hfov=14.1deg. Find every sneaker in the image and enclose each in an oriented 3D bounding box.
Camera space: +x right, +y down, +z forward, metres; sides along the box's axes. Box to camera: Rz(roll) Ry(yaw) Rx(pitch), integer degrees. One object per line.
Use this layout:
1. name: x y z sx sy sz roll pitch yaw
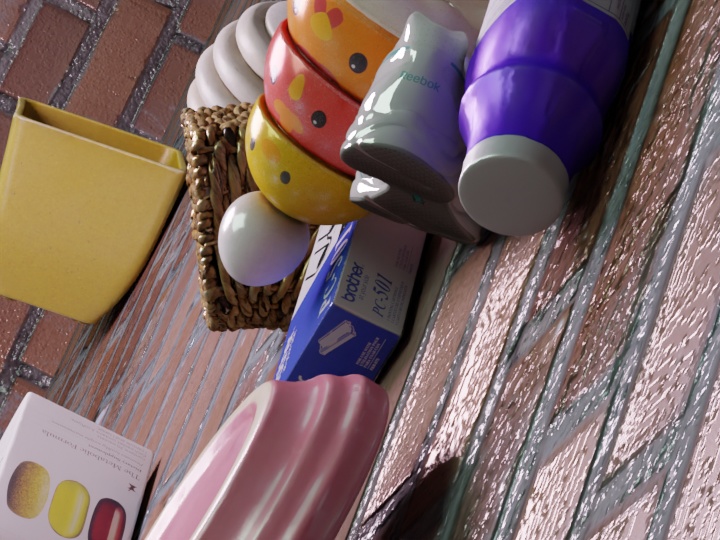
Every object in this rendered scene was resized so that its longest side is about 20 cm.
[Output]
1. sneaker: 0.036 -0.065 1.408 0.200 0.070 0.081 83 -155 -79

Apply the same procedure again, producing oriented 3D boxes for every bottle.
1. bottle: 0.086 -0.098 1.322 0.084 0.065 0.200 -54 13 43

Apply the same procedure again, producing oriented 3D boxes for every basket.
1. basket: -0.034 -0.035 1.856 0.200 0.148 0.143 -129 34 -80

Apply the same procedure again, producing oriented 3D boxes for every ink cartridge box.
1. ink cartridge box: 0.000 0.000 1.602 0.094 0.044 0.200 -59 10 35

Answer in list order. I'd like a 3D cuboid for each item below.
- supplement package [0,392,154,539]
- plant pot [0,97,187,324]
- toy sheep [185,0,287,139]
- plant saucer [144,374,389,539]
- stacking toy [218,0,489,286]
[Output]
1. supplement package: -0.235 0.203 2.146 0.110 0.113 0.200 -59 11 27
2. plant pot: -0.312 -0.056 3.164 0.196 0.193 0.201 -122 50 -80
3. toy sheep: -0.051 -0.123 2.007 0.138 0.137 0.200 -77 11 -59
4. plant saucer: -0.061 0.125 1.294 0.201 0.051 0.201 -56 7 10
5. stacking toy: -0.011 -0.072 1.529 0.200 0.146 0.146 -58 10 17
